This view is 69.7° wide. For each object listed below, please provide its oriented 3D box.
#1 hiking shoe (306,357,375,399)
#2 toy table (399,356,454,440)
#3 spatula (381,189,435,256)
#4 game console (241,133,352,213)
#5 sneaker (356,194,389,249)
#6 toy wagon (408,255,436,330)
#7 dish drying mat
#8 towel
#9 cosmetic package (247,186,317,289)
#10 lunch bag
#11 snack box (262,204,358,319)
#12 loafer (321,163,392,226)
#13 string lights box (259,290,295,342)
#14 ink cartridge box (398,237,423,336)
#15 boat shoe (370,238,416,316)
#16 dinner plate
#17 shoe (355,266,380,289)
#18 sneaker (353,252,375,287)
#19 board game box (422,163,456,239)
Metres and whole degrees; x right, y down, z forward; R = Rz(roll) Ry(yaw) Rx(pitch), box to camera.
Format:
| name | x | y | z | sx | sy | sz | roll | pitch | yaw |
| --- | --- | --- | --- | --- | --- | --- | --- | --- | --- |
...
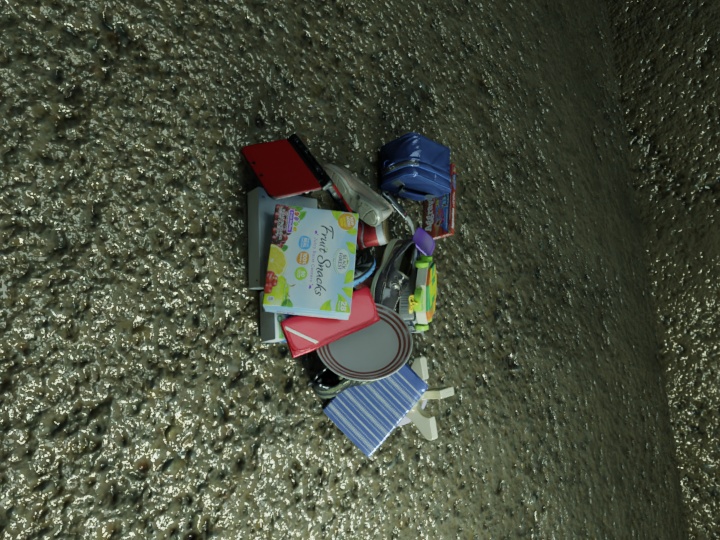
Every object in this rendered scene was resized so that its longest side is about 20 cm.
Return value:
| name | x | y | z | sx | sy | sz | roll | pitch | yaw |
| --- | --- | --- | --- | --- | --- | --- | --- | --- | --- |
| hiking shoe | -0.013 | 0.203 | 1.062 | 0.198 | 0.101 | 0.076 | -29 | 71 | -2 |
| toy table | 0.123 | 0.298 | 1.219 | 0.198 | 0.116 | 0.187 | -19 | 94 | -42 |
| spatula | 0.111 | -0.115 | 1.205 | 0.200 | 0.020 | 0.057 | 49 | 54 | -27 |
| game console | -0.131 | -0.184 | 1.077 | 0.118 | 0.201 | 0.173 | -36 | 141 | 1 |
| sneaker | 0.009 | -0.115 | 1.239 | 0.201 | 0.111 | 0.072 | -87 | 159 | -58 |
| toy wagon | 0.143 | 0.055 | 1.169 | 0.200 | 0.039 | 0.158 | -38 | 128 | -72 |
| dish drying mat | -0.057 | 0.100 | 1.026 | 0.198 | 0.018 | 0.078 | -21 | 87 | -22 |
| towel | 0.033 | 0.274 | 1.112 | 0.145 | 0.024 | 0.200 | 42 | 81 | 7 |
| cosmetic package | -0.159 | -0.060 | 1.081 | 0.149 | 0.051 | 0.204 | 7 | 76 | -43 |
| lunch bag | 0.141 | -0.256 | 1.340 | 0.198 | 0.135 | 0.135 | 9 | 75 | -40 |
| snack box | -0.093 | -0.016 | 1.000 | 0.166 | 0.068 | 0.204 | 7 | 74 | -4 |
| loafer | -0.011 | -0.178 | 1.181 | 0.063 | 0.072 | 0.200 | -32 | 65 | -34 |
| string lights box | -0.112 | 0.098 | 1.084 | 0.198 | 0.059 | 0.105 | 7 | 73 | -41 |
| ink cartridge box | 0.132 | 0.049 | 1.295 | 0.200 | 0.043 | 0.202 | 54 | 37 | -66 |
| boat shoe | 0.076 | 0.016 | 1.147 | 0.072 | 0.064 | 0.203 | 39 | 58 | -36 |
| dinner plate | 0.006 | 0.143 | 1.043 | 0.200 | 0.198 | 0.025 | -45 | 149 | -38 |
| shoe | 0.000 | 0.000 | 1.186 | 0.199 | 0.090 | 0.072 | 38 | 58 | -30 |
| sneaker | -0.044 | 0.003 | 1.081 | 0.198 | 0.070 | 0.084 | -28 | 93 | -35 |
| board game box | 0.215 | -0.185 | 1.416 | 0.019 | 0.102 | 0.204 | 18 | 69 | -37 |
